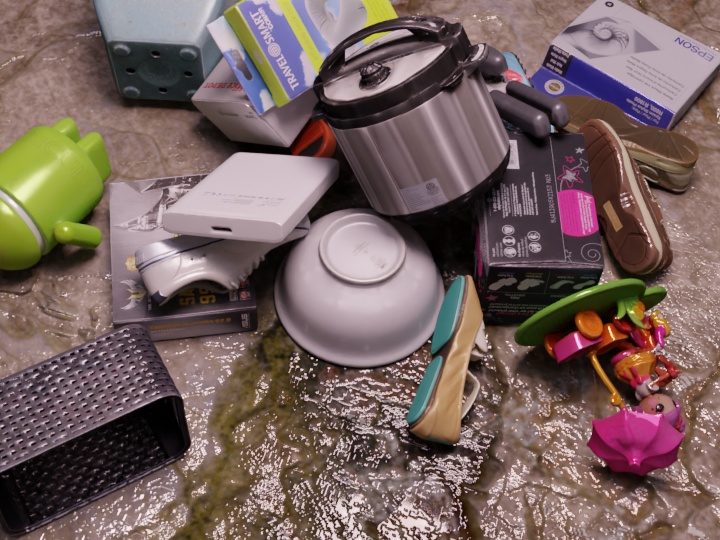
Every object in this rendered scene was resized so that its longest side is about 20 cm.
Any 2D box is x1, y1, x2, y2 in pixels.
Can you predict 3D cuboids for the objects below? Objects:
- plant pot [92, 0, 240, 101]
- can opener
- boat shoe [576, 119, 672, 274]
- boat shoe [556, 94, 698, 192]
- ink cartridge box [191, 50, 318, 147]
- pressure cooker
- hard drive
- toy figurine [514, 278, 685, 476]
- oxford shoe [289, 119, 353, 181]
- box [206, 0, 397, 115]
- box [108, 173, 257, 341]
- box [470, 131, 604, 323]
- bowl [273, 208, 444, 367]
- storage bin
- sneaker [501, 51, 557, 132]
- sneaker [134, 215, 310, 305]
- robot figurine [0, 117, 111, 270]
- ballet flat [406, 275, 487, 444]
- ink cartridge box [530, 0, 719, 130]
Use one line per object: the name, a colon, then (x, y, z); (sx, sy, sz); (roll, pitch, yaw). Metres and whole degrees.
plant pot: (-0.244, -0.329, 1.380); (0.194, 0.197, 0.201); (2, 62, -1)
can opener: (0.173, -0.219, 1.289); (0.053, 0.067, 0.200); (-29, 32, -11)
boat shoe: (0.316, -0.086, 1.294); (0.074, 0.075, 0.204); (4, 63, -41)
boat shoe: (0.325, -0.160, 1.367); (0.200, 0.063, 0.073); (23, 52, 19)
ink cartridge box: (-0.095, -0.255, 1.325); (0.144, 0.084, 0.201); (14, 64, 52)
pressure cooker: (0.055, -0.173, 1.156); (0.175, 0.201, 0.178); (-37, 29, -12)
hard drive: (-0.114, -0.083, 1.176); (0.131, 0.027, 0.200); (5, 26, 15)
toy figurine: (0.283, 0.122, 1.138); (0.199, 0.150, 0.185); (-5, 65, -37)
oxford shoe: (-0.060, -0.179, 1.362); (0.071, 0.072, 0.201); (-40, 42, 19)
box: (-0.061, -0.279, 1.229); (0.200, 0.048, 0.122); (-37, 105, -22)
box: (-0.205, -0.019, 1.238); (0.157, 0.048, 0.201); (-5, 55, -7)
box: (0.194, -0.049, 1.240); (0.131, 0.115, 0.201); (1, 52, -1)
bowl: (0.000, 0.000, 1.210); (0.199, 0.091, 0.202); (1, 54, -1)
storage bin: (-0.278, 0.155, 1.056); (0.199, 0.136, 0.094); (-24, 59, -18)
sneaker: (0.186, -0.190, 1.375); (0.095, 0.080, 0.201); (-19, 49, -4)
sneaker: (-0.143, -0.012, 1.176); (0.199, 0.073, 0.071); (-17, 85, -19)
robot figurine: (-0.376, -0.084, 1.235); (0.175, 0.116, 0.200); (28, 58, 18)
ballet flat: (0.103, 0.099, 1.170); (0.063, 0.069, 0.201); (28, 59, -11)
ink cartridge box: (0.354, -0.270, 1.450); (0.199, 0.041, 0.200); (33, 60, 20)
